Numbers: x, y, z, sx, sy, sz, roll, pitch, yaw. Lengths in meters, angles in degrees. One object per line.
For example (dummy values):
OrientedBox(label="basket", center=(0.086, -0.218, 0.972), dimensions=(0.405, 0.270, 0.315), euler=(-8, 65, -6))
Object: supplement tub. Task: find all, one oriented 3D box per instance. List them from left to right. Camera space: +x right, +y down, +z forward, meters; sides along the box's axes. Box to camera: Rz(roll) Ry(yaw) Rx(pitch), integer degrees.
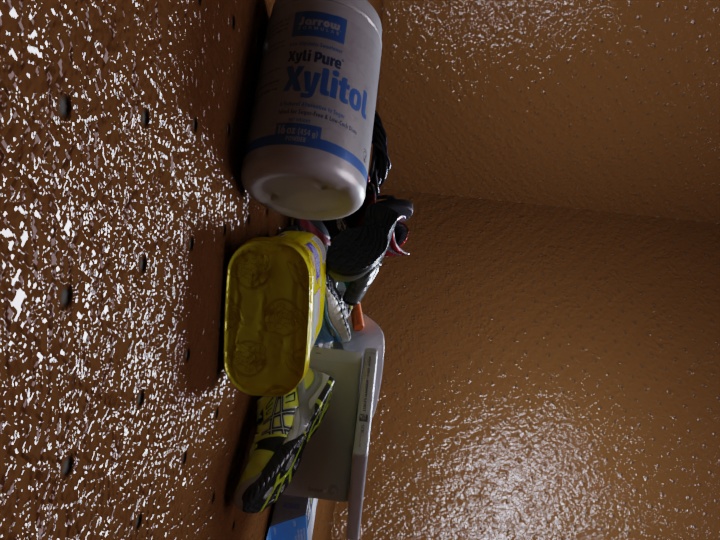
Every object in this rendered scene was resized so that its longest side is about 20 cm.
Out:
OrientedBox(label="supplement tub", center=(-0.047, -0.169, 0.615), dimensions=(0.132, 0.127, 0.207), euler=(85, 11, -74))

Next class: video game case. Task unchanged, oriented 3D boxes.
OrientedBox(label="video game case", center=(0.002, 0.251, 0.864), dimensions=(0.184, 0.022, 0.205), euler=(-82, 177, -52))

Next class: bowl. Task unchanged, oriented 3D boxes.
OrientedBox(label="bowl", center=(-0.045, 0.176, 1.139), dimensions=(0.198, 0.073, 0.207), euler=(25, -66, 47))

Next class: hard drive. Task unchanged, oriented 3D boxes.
OrientedBox(label="hard drive", center=(-0.070, 0.215, 0.852), dimensions=(0.026, 0.127, 0.208), euler=(87, 9, -78))

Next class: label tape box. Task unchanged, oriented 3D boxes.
OrientedBox(label="label tape box", center=(-0.114, 0.426, 1.028), dimensions=(0.203, 0.061, 0.148), euler=(-81, 175, -50))

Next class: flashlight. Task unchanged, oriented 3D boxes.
OrientedBox(label="flashlight", center=(-0.067, -0.112, 0.897), dimensions=(0.068, 0.065, 0.208), euler=(31, 66, -85))

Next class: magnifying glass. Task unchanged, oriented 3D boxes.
OrientedBox(label="magnifying glass", center=(-0.018, 0.013, 1.103), dimensions=(0.080, 0.022, 0.206), euler=(124, -37, -53))

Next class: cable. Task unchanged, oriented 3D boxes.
OrientedBox(label="cable", center=(-0.004, -0.213, 1.065), dimensions=(0.198, 0.050, 0.169), euler=(14, -84, 54))

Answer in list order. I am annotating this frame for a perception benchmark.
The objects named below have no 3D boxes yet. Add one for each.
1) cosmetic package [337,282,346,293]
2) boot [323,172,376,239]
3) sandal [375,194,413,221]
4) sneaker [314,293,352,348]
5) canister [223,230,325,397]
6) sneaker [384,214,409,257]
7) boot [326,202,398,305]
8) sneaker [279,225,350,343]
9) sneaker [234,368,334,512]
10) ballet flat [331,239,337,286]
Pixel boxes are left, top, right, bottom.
OrientedBox(label="cosmetic package", center=(-0.038, -0.050, 1.216), dimensions=(0.090, 0.103, 0.207), euler=(97, 1, -75))
OrientedBox(label="boot", center=(-0.031, -0.145, 0.966), dimensions=(0.149, 0.071, 0.207), euler=(3, -100, 61))
OrientedBox(label="sandal", center=(0.021, -0.113, 1.092), dimensions=(0.198, 0.074, 0.044), euler=(-5, -105, 55))
OrientedBox(label="sneaker", center=(-0.086, 0.122, 1.028), dimensions=(0.204, 0.075, 0.075), euler=(-64, -170, -28))
OrientedBox(label="canister", center=(-0.086, 0.034, 0.663), dimensions=(0.200, 0.083, 0.154), euler=(-72, 166, -82))
OrientedBox(label="sneaker", center=(0.044, -0.053, 1.070), dimensions=(0.199, 0.109, 0.074), euler=(0, 82, -75))
OrientedBox(label="boot", center=(0.000, 0.000, 0.848), dimensions=(0.201, 0.066, 0.134), euler=(-52, 160, -56))
OrientedBox(label="sneaker", center=(-0.079, 0.034, 0.844), dimensions=(0.079, 0.087, 0.204), euler=(-100, 172, -58))
OrientedBox(label="sneaker", center=(-0.103, 0.202, 0.730), dimensions=(0.201, 0.074, 0.077), euler=(-55, 164, -48))
OrientedBox(label="ballet flat", center=(-0.066, -0.056, 1.106), dimensions=(0.063, 0.066, 0.208), euler=(14, 77, -56))
